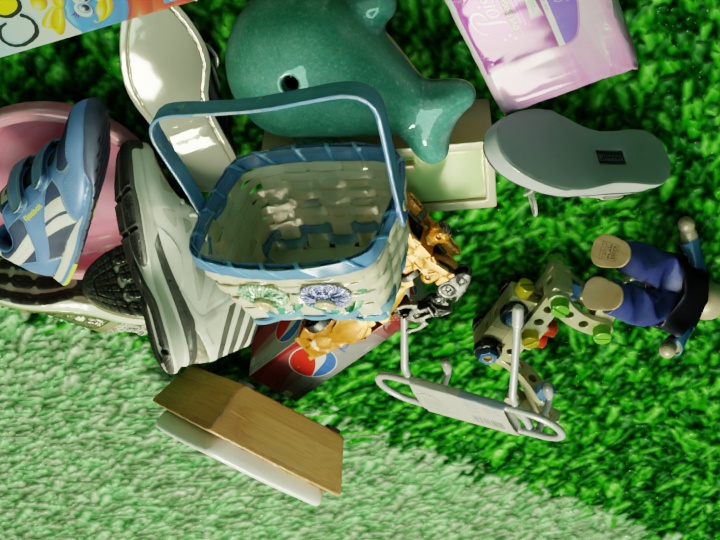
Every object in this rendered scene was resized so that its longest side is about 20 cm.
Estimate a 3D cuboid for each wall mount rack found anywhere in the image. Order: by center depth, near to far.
[{"bbox_3d":[0.104,0.091,1.016,0.200,0.075,0.174,12,155,28],"label":"wall mount rack"}]

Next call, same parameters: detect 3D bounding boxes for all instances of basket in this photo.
[{"bbox_3d":[-0.045,-0.052,0.809,0.176,0.139,0.200,-3,132,22],"label":"basket"}]

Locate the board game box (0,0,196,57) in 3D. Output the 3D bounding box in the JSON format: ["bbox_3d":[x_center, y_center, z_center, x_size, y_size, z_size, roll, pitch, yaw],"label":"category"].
[{"bbox_3d":[-0.219,-0.237,0.787,0.200,0.105,0.103,-13,123,13],"label":"board game box"}]

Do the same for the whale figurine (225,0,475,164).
[{"bbox_3d":[-0.012,-0.147,0.850,0.200,0.104,0.159,26,118,-3],"label":"whale figurine"}]

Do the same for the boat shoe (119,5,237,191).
[{"bbox_3d":[-0.150,-0.155,0.896,0.075,0.062,0.200,-21,137,3],"label":"boat shoe"}]

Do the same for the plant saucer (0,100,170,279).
[{"bbox_3d":[-0.271,-0.078,0.986,0.200,0.051,0.201,1,135,1],"label":"plant saucer"}]

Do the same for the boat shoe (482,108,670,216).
[{"bbox_3d":[0.169,-0.089,0.925,0.202,0.075,0.086,-3,164,-36],"label":"boat shoe"}]

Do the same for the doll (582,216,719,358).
[{"bbox_3d":[0.293,0.014,1.022,0.200,0.137,0.048,15,176,-42],"label":"doll"}]

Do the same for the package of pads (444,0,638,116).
[{"bbox_3d":[0.125,-0.221,0.819,0.120,0.076,0.200,-19,130,19],"label":"package of pads"}]

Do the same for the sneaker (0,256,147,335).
[{"bbox_3d":[-0.294,0.034,1.085,0.200,0.077,0.089,12,141,-7],"label":"sneaker"}]

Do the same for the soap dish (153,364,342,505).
[{"bbox_3d":[-0.118,0.169,1.131,0.157,0.081,0.200,31,169,-24],"label":"soap dish"}]

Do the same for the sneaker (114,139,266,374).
[{"bbox_3d":[-0.140,-0.021,0.926,0.115,0.201,0.076,-14,179,-23],"label":"sneaker"}]

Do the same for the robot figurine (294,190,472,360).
[{"bbox_3d":[0.000,0.000,0.953,0.200,0.058,0.145,-29,116,30],"label":"robot figurine"}]

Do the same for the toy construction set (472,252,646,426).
[{"bbox_3d":[0.191,0.066,1.091,0.131,0.092,0.200,16,121,-14],"label":"toy construction set"}]

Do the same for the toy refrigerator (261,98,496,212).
[{"bbox_3d":[0.018,-0.094,0.950,0.200,0.070,0.076,-4,134,6],"label":"toy refrigerator"}]

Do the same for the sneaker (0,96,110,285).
[{"bbox_3d":[-0.264,-0.067,0.912,0.082,0.074,0.200,19,131,-13],"label":"sneaker"}]

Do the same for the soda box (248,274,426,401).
[{"bbox_3d":[-0.026,0.053,1.095,0.070,0.063,0.200,34,126,-29],"label":"soda box"}]

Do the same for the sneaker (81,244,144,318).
[{"bbox_3d":[-0.172,0.018,1.011,0.200,0.077,0.089,-5,161,-38],"label":"sneaker"}]
